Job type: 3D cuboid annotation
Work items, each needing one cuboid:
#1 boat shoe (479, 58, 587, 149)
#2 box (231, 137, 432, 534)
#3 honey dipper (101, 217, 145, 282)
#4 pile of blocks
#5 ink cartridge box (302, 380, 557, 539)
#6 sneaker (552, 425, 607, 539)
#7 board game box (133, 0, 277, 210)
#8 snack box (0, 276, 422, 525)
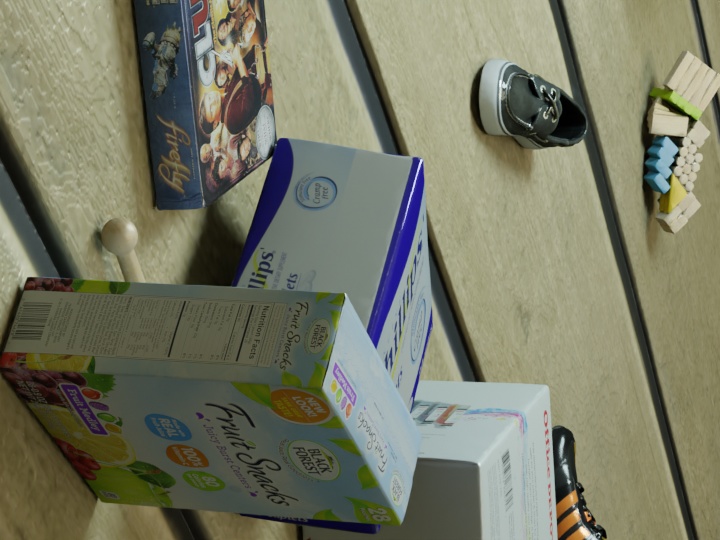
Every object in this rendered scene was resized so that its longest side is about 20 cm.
[{"bbox_3d":[0.157,-0.150,2.342,0.200,0.056,0.069,17,76,-70],"label":"boat shoe"},{"bbox_3d":[-0.021,0.046,1.748,0.200,0.104,0.185,83,18,-53],"label":"box"},{"bbox_3d":[-0.124,0.051,1.611,0.038,0.038,0.201,-64,148,-48],"label":"honey dipper"},{"bbox_3d":[0.342,-0.145,2.881,0.062,0.082,0.201,-160,-102,-66],"label":"pile of blocks"},{"bbox_3d":[0.056,0.179,1.958,0.200,0.144,0.146,-34,122,-66],"label":"ink cartridge box"},{"bbox_3d":[0.206,0.250,2.463,0.070,0.089,0.201,34,60,-67],"label":"sneaker"},{"bbox_3d":[-0.100,-0.154,1.660,0.135,0.034,0.201,-44,132,-62],"label":"board game box"},{"bbox_3d":[-0.083,0.076,1.487,0.169,0.199,0.068,62,35,-53],"label":"snack box"}]
